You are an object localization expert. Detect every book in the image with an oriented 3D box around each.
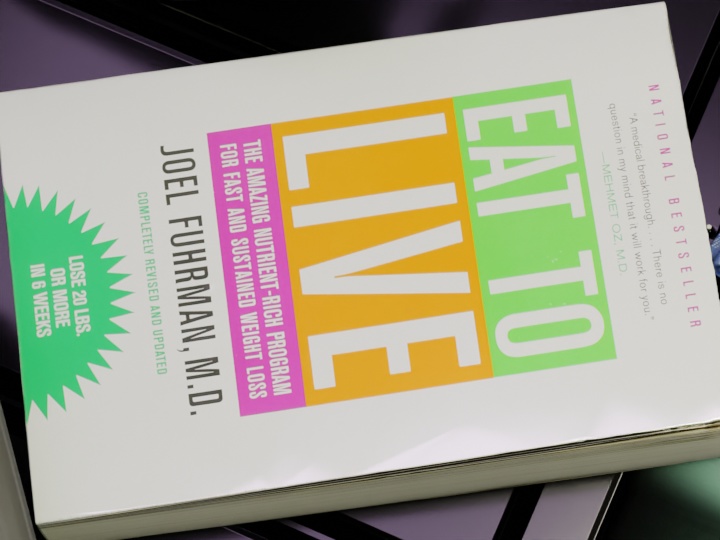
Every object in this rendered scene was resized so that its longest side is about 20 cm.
[{"bbox_3d":[0.000,0.000,0.831,0.200,0.048,0.134,-9,73,2],"label":"book"}]

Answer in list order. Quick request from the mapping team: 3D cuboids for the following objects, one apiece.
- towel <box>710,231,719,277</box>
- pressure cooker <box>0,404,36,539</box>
[{"bbox_3d":[0.219,-0.004,0.832,0.200,0.024,0.147,34,79,9],"label":"towel"},{"bbox_3d":[-0.166,0.086,0.748,0.176,0.179,0.200,-24,75,32],"label":"pressure cooker"}]
